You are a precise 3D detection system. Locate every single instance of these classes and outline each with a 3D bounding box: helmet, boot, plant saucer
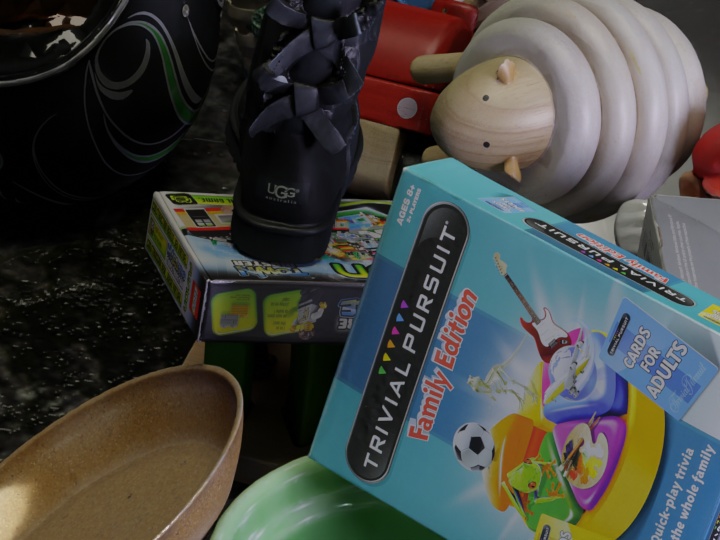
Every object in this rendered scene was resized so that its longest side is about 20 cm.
[{"bbox_3d":[-0.173,-0.135,1.733,0.198,0.191,0.201,-3,67,8],"label":"helmet"},{"bbox_3d":[-0.023,-0.113,1.518,0.073,0.163,0.199,11,28,-3],"label":"boot"},{"bbox_3d":[-0.131,0.124,1.440,0.199,0.036,0.201,-29,23,13],"label":"plant saucer"}]

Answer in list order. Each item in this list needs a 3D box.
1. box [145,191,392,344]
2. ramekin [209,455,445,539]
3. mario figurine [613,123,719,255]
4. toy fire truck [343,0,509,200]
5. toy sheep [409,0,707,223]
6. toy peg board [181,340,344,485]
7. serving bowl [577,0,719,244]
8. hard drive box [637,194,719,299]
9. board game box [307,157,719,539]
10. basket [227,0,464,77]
[{"bbox_3d":[0.000,0.000,1.538,0.199,0.035,0.110,2,24,-20],"label":"box"},{"bbox_3d":[0.023,0.180,1.405,0.198,0.098,0.201,5,35,-3],"label":"ramekin"},{"bbox_3d":[0.198,0.013,1.581,0.123,0.201,0.106,-22,44,-34],"label":"mario figurine"},{"bbox_3d":[0.054,-0.123,1.708,0.128,0.201,0.176,14,1,18],"label":"toy fire truck"},{"bbox_3d":[0.113,-0.089,1.599,0.199,0.139,0.138,-16,40,-43],"label":"toy sheep"},{"bbox_3d":[0.012,0.029,1.615,0.199,0.098,0.200,14,36,9],"label":"toy peg board"},{"bbox_3d":[0.175,-0.073,1.735,0.066,0.200,0.201,26,25,-31],"label":"serving bowl"},{"bbox_3d":[0.168,0.090,1.469,0.076,0.201,0.156,5,36,-5],"label":"hard drive box"},{"bbox_3d":[0.086,0.061,1.361,0.199,0.152,0.047,28,21,26],"label":"board game box"},{"bbox_3d":[0.002,-0.198,1.828,0.175,0.201,0.139,11,25,24],"label":"basket"}]
